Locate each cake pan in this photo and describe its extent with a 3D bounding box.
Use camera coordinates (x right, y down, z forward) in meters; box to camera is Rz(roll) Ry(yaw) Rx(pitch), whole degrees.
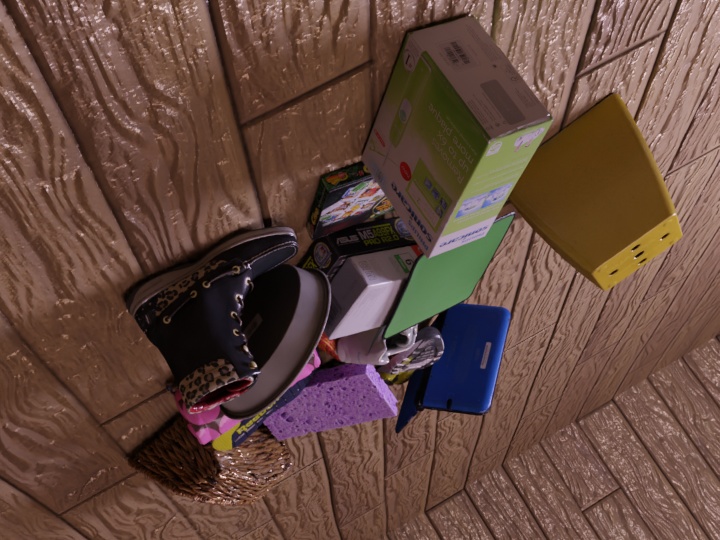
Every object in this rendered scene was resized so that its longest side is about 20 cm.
[{"bbox_3d":[-0.113,0.075,1.227,0.037,0.201,0.200,36,115,-28],"label":"cake pan"}]

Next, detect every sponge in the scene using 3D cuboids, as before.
[{"bbox_3d":[-0.057,0.193,1.568,0.199,0.030,0.112,-14,135,19],"label":"sponge"}]

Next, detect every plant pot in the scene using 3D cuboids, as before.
[{"bbox_3d":[0.336,-0.089,1.476,0.200,0.177,0.200,-36,159,10],"label":"plant pot"}]

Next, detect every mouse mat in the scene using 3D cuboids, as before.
[{"bbox_3d":[0.110,0.009,1.352,0.160,0.008,0.200,-24,155,-29],"label":"mouse mat"}]

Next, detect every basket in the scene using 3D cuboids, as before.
[{"bbox_3d":[-0.215,0.297,1.586,0.149,0.143,0.200,-40,157,18],"label":"basket"}]

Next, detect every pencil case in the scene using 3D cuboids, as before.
[{"bbox_3d":[-0.153,0.142,1.421,0.199,0.091,0.094,-31,-162,-4],"label":"pencil case"}]

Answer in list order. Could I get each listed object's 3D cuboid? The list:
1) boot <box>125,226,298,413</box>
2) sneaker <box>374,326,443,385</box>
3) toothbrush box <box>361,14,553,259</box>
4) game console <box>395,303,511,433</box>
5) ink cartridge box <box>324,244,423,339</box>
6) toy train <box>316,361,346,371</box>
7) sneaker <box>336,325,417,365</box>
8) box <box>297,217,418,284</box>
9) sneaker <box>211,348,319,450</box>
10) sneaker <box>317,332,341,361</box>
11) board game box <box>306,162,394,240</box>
[{"bbox_3d":[-0.134,0.052,1.157,0.203,0.154,0.074,-26,156,-14],"label":"boot"},{"bbox_3d":[0.060,0.118,1.639,0.074,0.085,0.200,-4,159,-27],"label":"sneaker"},{"bbox_3d":[0.091,-0.133,1.088,0.086,0.146,0.200,-22,157,-26],"label":"toothbrush box"},{"bbox_3d":[0.148,0.163,1.710,0.170,0.201,0.119,5,143,19],"label":"game console"},{"bbox_3d":[0.043,0.020,1.360,0.199,0.050,0.109,-12,149,-43],"label":"ink cartridge box"},{"bbox_3d":[-0.050,0.201,1.706,0.114,0.086,0.199,-32,164,32],"label":"toy train"},{"bbox_3d":[0.054,0.077,1.510,0.200,0.080,0.071,-42,132,-39],"label":"sneaker"},{"bbox_3d":[0.000,0.000,1.385,0.199,0.044,0.160,-12,151,-41],"label":"box"},{"bbox_3d":[-0.146,0.161,1.495,0.200,0.082,0.074,-37,145,-16],"label":"sneaker"},{"bbox_3d":[-0.020,0.092,1.548,0.077,0.073,0.200,-60,156,4],"label":"sneaker"},{"bbox_3d":[0.034,-0.101,1.244,0.199,0.024,0.105,-21,154,-26],"label":"board game box"}]
